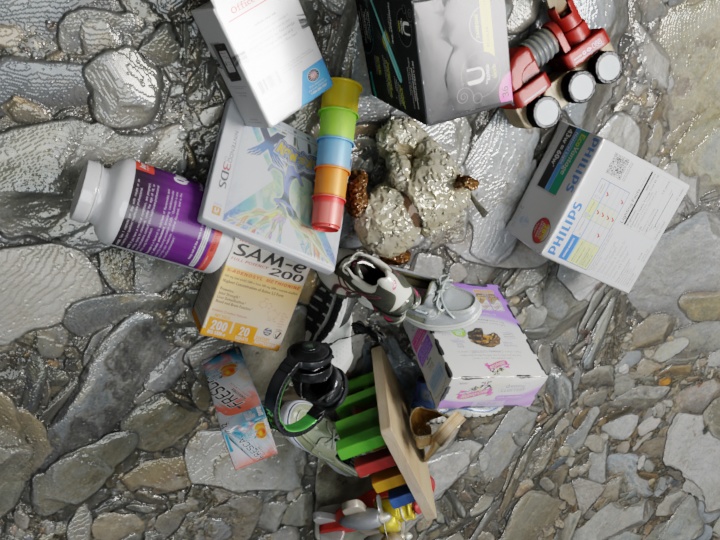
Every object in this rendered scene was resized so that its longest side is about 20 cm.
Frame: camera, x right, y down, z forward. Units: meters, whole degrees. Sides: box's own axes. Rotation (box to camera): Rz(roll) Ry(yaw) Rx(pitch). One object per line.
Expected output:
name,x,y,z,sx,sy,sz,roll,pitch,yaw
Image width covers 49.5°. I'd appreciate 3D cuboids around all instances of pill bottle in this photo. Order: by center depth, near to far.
pill bottle,-0.265,-0.074,1.012,0.198,0.113,0.114,18,104,-27

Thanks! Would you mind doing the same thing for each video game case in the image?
video game case,-0.107,-0.112,1.047,0.198,0.022,0.185,23,62,-28

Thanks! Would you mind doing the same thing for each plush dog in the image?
plush dog,0.067,-0.090,1.105,0.171,0.160,0.201,-38,121,-6

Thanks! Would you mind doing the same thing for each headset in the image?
headset,-0.050,0.150,1.112,0.201,0.093,0.124,-50,139,-25

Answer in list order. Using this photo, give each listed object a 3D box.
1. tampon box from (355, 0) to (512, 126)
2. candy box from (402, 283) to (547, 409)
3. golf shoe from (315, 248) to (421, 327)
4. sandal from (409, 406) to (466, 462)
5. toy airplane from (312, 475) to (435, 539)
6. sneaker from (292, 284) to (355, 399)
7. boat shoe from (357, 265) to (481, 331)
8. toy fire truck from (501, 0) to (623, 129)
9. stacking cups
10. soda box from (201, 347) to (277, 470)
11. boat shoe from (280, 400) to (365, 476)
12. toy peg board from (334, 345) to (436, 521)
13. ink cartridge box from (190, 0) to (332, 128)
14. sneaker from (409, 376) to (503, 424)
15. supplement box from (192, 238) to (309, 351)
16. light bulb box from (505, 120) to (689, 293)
tampon box,0.093,-0.293,1.011,0.125,0.200,0.152,-18,117,-13
candy box,0.167,0.112,1.203,0.165,0.201,0.072,3,131,-22
golf shoe,0.000,0.000,1.097,0.077,0.199,0.088,-50,135,-16
sandal,0.109,0.234,1.198,0.070,0.212,0.078,44,74,13
toy airplane,0.020,0.424,1.309,0.198,0.142,0.200,-1,138,-39
sneaker,-0.044,0.103,1.206,0.079,0.074,0.202,3,115,-38
boat shoe,0.081,0.033,1.156,0.075,0.199,0.065,-55,150,-35
toy fire truck,0.264,-0.326,1.120,0.175,0.129,0.201,-35,108,-4
stacking cups,-0.031,-0.153,1.049,0.060,0.060,0.203,8,79,-24
soda box,-0.174,0.190,1.106,0.063,0.200,0.069,-19,116,-12
boat shoe,-0.050,0.270,1.256,0.200,0.061,0.073,44,59,-36
toy peg board,0.032,0.266,1.234,0.097,0.201,0.201,-20,120,9
ink cartridge box,-0.129,-0.297,0.982,0.115,0.066,0.202,-38,121,-24
sneaker,0.172,0.198,1.312,0.198,0.078,0.091,-3,99,-35
supplement box,-0.146,0.001,1.112,0.124,0.074,0.202,15,105,-26
light bulb box,0.374,-0.100,1.244,0.198,0.125,0.200,20,104,-26
